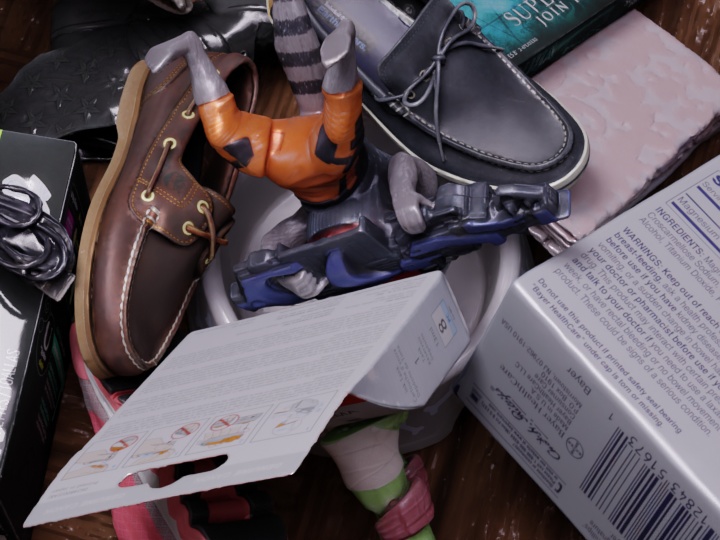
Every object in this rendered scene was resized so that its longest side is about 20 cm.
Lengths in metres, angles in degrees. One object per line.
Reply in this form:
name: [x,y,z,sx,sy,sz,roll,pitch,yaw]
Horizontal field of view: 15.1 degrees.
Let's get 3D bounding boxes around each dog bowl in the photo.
dog bowl: [0.000,0.000,1.498,0.198,0.059,0.201,0,67,1]

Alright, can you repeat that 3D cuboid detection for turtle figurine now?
turtle figurine: [0.067,0.145,1.384,0.144,0.199,0.195,-36,102,-54]

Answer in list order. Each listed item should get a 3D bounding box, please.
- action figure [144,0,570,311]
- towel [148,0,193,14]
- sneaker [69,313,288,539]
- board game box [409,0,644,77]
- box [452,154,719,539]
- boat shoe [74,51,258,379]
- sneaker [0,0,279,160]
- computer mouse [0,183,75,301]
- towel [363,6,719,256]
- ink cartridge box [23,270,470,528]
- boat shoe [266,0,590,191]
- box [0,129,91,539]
action figure: [0.009,-0.059,1.381,0.199,0.194,0.105,-11,46,23]
towel: [-0.185,-0.208,1.525,0.200,0.132,0.035,36,97,39]
sneaker: [-0.117,0.105,1.449,0.073,0.087,0.201,1,49,-41]
board game box: [0.084,-0.180,1.541,0.135,0.028,0.200,40,45,16]
box: [0.186,0.058,1.414,0.199,0.105,0.184,-29,69,-35]
boat shoe: [-0.100,-0.035,1.436,0.070,0.070,0.201,-3,58,20]
sneaker: [-0.116,-0.103,1.548,0.198,0.060,0.105,1,68,6]
computer mouse: [-0.252,0.020,1.372,0.138,0.053,0.200,37,62,17]
towel: [0.094,-0.105,1.514,0.191,0.032,0.200,38,44,14]
ink cartridge box: [-0.052,0.077,1.325,0.159,0.048,0.200,-14,21,29]
boat shoe: [0.033,-0.107,1.419,0.200,0.062,0.075,37,72,12]
box: [-0.234,0.032,1.457,0.147,0.124,0.201,8,69,4]
